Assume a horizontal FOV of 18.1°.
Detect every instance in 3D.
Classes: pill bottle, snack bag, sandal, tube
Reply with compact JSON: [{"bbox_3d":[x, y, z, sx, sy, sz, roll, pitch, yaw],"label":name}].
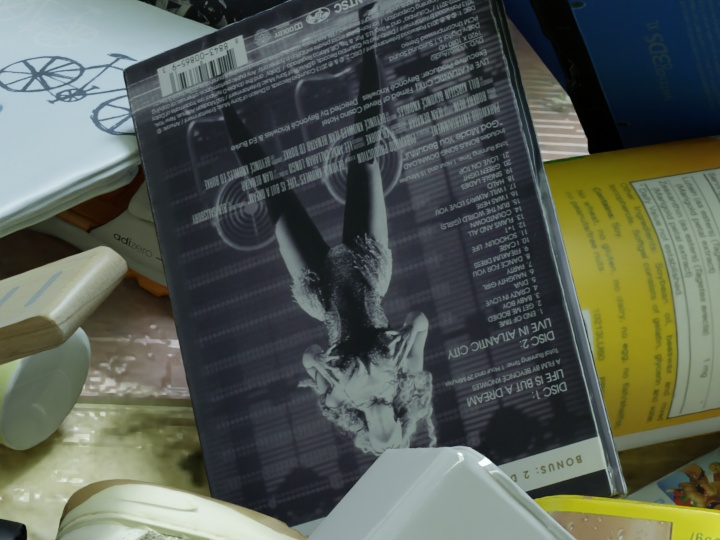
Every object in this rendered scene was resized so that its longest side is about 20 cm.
[{"bbox_3d":[0.109,0.009,0.854,0.199,0.112,0.111,-9,46,-19],"label":"pill bottle"},{"bbox_3d":[-0.143,-0.065,0.898,0.199,0.022,0.188,-29,35,-35],"label":"snack bag"},{"bbox_3d":[-0.083,-0.037,0.905,0.205,0.059,0.079,19,44,9],"label":"sandal"},{"bbox_3d":[-0.193,0.002,0.853,0.199,0.058,0.052,27,87,26],"label":"tube"}]

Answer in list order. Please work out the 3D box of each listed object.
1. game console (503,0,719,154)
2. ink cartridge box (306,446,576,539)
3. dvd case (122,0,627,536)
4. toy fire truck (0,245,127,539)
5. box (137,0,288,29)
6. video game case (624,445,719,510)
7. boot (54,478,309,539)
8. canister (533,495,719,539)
[{"bbox_3d":[0.102,-0.129,0.843,0.169,0.200,0.119,-6,68,14],"label":"game console"},{"bbox_3d":[0.002,0.161,0.533,0.145,0.084,0.200,43,80,-5],"label":"ink cartridge box"},{"bbox_3d":[0.000,0.000,0.783,0.148,0.016,0.201,-19,76,24],"label":"dvd case"},{"bbox_3d":[-0.145,0.084,0.663,0.128,0.201,0.177,11,43,2],"label":"toy fire truck"},{"bbox_3d":[-0.060,-0.182,0.972,0.104,0.183,0.200,-31,56,-34],"label":"box"},{"bbox_3d":[0.210,0.100,0.848,0.199,0.018,0.143,-23,53,-31],"label":"video game case"},{"bbox_3d":[-0.019,0.156,0.707,0.199,0.073,0.156,16,45,1],"label":"boot"},{"bbox_3d":[0.092,0.173,0.638,0.147,0.087,0.201,5,63,16],"label":"canister"}]
